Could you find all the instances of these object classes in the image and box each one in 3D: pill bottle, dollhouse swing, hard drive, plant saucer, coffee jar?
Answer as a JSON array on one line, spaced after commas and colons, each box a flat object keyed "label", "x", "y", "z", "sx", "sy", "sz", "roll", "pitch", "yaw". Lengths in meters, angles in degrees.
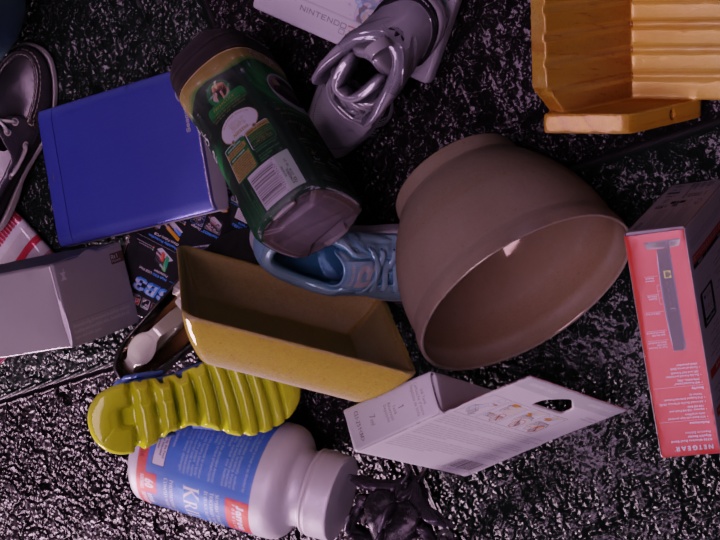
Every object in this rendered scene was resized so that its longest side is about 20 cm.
[{"label": "pill bottle", "x": -0.109, "y": 0.188, "z": 1.651, "sx": 0.199, "sy": 0.112, "sz": 0.113, "roll": 14, "pitch": 108, "yaw": 19}, {"label": "dollhouse swing", "x": 0.257, "y": -0.212, "z": 1.385, "sx": 0.175, "sy": 0.181, "sz": 0.201, "roll": 9, "pitch": 107, "yaw": 40}, {"label": "hard drive", "x": -0.214, "y": -0.104, "z": 1.624, "sx": 0.199, "sy": 0.025, "sz": 0.133, "roll": -11, "pitch": 88, "yaw": 36}, {"label": "plant saucer", "x": -0.065, "y": 0.051, "z": 1.495, "sx": 0.199, "sy": 0.200, "sz": 0.049, "roll": 14, "pitch": 105, "yaw": -11}, {"label": "coffee jar", "x": -0.084, "y": -0.113, "z": 1.496, "sx": 0.085, "sy": 0.104, "sz": 0.201, "roll": -39, "pitch": 61, "yaw": 16}]

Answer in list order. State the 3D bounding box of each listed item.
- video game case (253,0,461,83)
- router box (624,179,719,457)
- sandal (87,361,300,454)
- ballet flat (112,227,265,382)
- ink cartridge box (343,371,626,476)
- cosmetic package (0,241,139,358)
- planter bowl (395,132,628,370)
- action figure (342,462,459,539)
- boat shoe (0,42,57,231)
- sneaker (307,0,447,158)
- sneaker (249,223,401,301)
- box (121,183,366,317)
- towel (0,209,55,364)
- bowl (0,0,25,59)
[{"label": "video game case", "x": 0.014, "y": -0.290, "z": 1.532, "sx": 0.181, "sy": 0.024, "sz": 0.201, "roll": 25, "pitch": 112, "yaw": 15}, {"label": "router box", "x": 0.270, "y": 0.033, "z": 1.414, "sx": 0.049, "sy": 0.200, "sz": 0.181, "roll": -7, "pitch": 100, "yaw": 22}, {"label": "sandal", "x": -0.154, "y": 0.115, "z": 1.601, "sx": 0.199, "sy": 0.087, "sz": 0.080, "roll": -5, "pitch": 94, "yaw": -15}, {"label": "ballet flat", "x": -0.157, "y": 0.041, "z": 1.607, "sx": 0.068, "sy": 0.068, "sz": 0.200, "roll": 46, "pitch": 114, "yaw": 5}, {"label": "ink cartridge box", "x": 0.110, "y": 0.120, "z": 1.503, "sx": 0.173, "sy": 0.200, "sz": 0.044, "roll": -27, "pitch": 66, "yaw": 24}, {"label": "cosmetic package", "x": -0.321, "y": 0.034, "z": 1.663, "sx": 0.199, "sy": 0.107, "sz": 0.091, "roll": -6, "pitch": 99, "yaw": 35}, {"label": "planter bowl", "x": 0.110, "y": -0.029, "z": 1.484, "sx": 0.200, "sy": 0.200, "sz": 0.135, "roll": -45, "pitch": 57, "yaw": 24}, {"label": "action figure", "x": 0.031, "y": 0.259, "z": 1.622, "sx": 0.118, "sy": 0.102, "sz": 0.201, "roll": 23, "pitch": 101, "yaw": 22}, {"label": "boat shoe", "x": -0.352, "y": -0.124, "z": 1.692, "sx": 0.074, "sy": 0.060, "sz": 0.201, "roll": 28, "pitch": 104, "yaw": 11}, {"label": "sneaker", "x": -0.008, "y": -0.154, "z": 1.506, "sx": 0.075, "sy": 0.115, "sz": 0.200, "roll": 41, "pitch": 131, "yaw": 1}, {"label": "sneaker", "x": 0.000, "y": 0.000, "z": 1.546, "sx": 0.199, "sy": 0.082, "sz": 0.074, "roll": 7, "pitch": 114, "yaw": -9}, {"label": "box", "x": -0.119, "y": -0.021, "z": 1.639, "sx": 0.199, "sy": 0.050, "sz": 0.199, "roll": 26, "pitch": 112, "yaw": 14}, {"label": "towel", "x": -0.395, "y": -0.017, "z": 1.765, "sx": 0.200, "sy": 0.023, "sz": 0.144, "roll": 46, "pitch": 114, "yaw": 6}, {"label": "bowl", "x": -0.397, "y": -0.259, "z": 1.658, "sx": 0.200, "sy": 0.105, "sz": 0.202, "roll": 5, "pitch": 104, "yaw": 23}]
